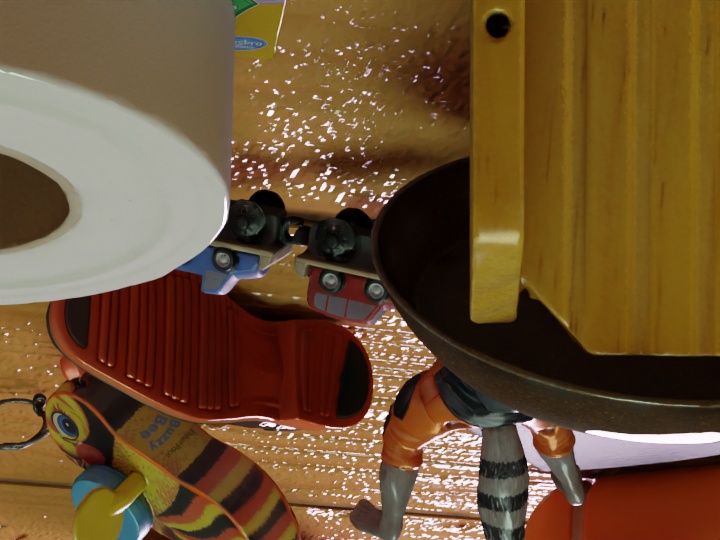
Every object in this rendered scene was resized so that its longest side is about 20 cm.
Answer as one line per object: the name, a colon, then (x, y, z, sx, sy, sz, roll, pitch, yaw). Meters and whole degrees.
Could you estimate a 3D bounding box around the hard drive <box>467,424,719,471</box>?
hard drive: (0.154, 0.065, 1.109, 0.200, 0.042, 0.135, -12, 156, 28)

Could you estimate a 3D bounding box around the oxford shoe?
oxford shoe: (-0.084, 0.047, 1.034, 0.072, 0.071, 0.200, -12, 156, 41)

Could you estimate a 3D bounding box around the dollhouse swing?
dollhouse swing: (0.134, -0.064, 0.628, 0.199, 0.182, 0.176, 0, 179, 1)

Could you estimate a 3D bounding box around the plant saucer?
plant saucer: (0.102, 0.009, 0.788, 0.200, 0.200, 0.035, 3, 119, -6)

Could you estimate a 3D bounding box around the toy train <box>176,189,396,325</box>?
toy train: (0.000, 0.000, 0.878, 0.200, 0.046, 0.034, 12, -164, 14)

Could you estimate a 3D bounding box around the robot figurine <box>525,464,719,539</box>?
robot figurine: (0.185, 0.181, 1.309, 0.200, 0.144, 0.117, -9, 119, 22)

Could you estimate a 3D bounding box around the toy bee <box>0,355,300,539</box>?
toy bee: (-0.126, 0.092, 1.098, 0.200, 0.131, 0.109, 9, 135, 7)

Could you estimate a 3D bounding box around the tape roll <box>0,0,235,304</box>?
tape roll: (-0.140, -0.054, 0.675, 0.202, 0.071, 0.203, 1, 159, 0)

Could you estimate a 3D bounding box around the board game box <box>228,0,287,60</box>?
board game box: (-0.118, -0.118, 0.656, 0.199, 0.034, 0.134, 3, 158, -7)

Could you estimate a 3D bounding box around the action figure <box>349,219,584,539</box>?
action figure: (0.090, 0.042, 0.944, 0.199, 0.105, 0.194, -1, 131, -9)
